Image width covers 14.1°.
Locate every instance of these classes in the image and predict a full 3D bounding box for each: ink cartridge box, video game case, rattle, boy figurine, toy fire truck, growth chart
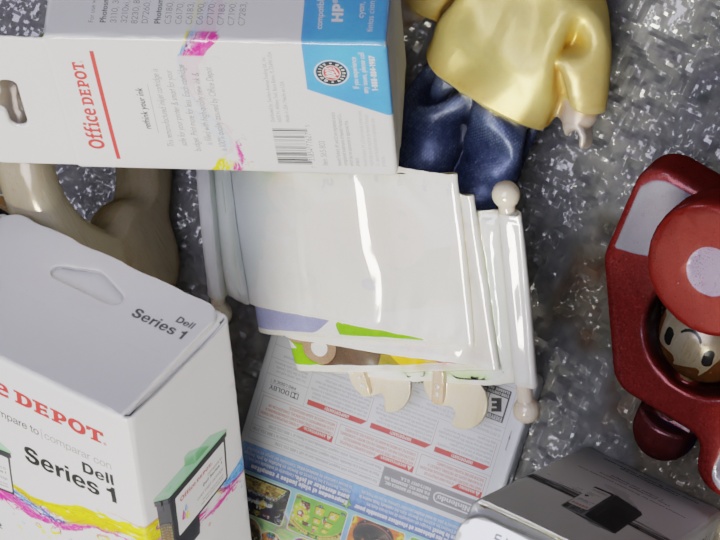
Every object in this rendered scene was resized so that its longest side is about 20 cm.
[{"bbox_3d":[0.089,0.174,1.372,0.083,0.200,0.145,24,101,16],"label":"ink cartridge box"},{"bbox_3d":[-0.081,-0.103,1.372,0.199,0.115,0.068,2,60,4],"label":"ink cartridge box"},{"bbox_3d":[-0.136,0.090,1.442,0.144,0.084,0.201,23,139,26],"label":"ink cartridge box"},{"bbox_3d":[-0.002,0.125,1.497,0.142,0.018,0.201,20,99,16],"label":"video game case"},{"bbox_3d":[-0.164,-0.018,1.503,0.142,0.130,0.201,-14,110,15],"label":"rattle"},{"bbox_3d":[0.070,-0.114,1.434,0.124,0.064,0.201,28,101,16],"label":"boy figurine"},{"bbox_3d":[0.200,0.043,1.384,0.199,0.112,0.169,30,121,16],"label":"toy fire truck"},{"bbox_3d":[0.000,0.000,1.444,0.199,0.018,0.146,15,120,24],"label":"growth chart"}]

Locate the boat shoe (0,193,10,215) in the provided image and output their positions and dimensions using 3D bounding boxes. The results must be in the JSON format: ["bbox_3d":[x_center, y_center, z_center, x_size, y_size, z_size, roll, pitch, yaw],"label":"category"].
[{"bbox_3d":[-0.226,0.052,1.547,0.074,0.062,0.201,30,103,13],"label":"boat shoe"}]
